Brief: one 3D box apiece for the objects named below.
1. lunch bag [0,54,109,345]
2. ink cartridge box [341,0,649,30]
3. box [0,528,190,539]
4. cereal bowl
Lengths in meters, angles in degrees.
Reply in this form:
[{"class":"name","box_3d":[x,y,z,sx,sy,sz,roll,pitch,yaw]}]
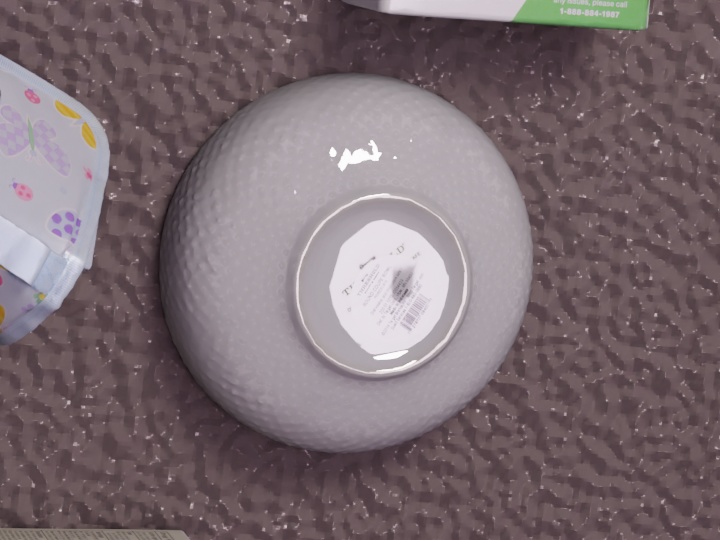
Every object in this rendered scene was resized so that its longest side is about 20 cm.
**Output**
[{"class":"lunch bag","box_3d":[-0.213,-0.054,1.361,0.169,0.200,0.128,32,90,-18]},{"class":"ink cartridge box","box_3d":[0.076,-0.228,1.474,0.145,0.084,0.201,3,98,-16]},{"class":"box","box_3d":[-0.178,0.177,1.465,0.199,0.095,0.078,3,99,-15]},{"class":"cereal bowl","box_3d":[0.000,0.000,1.492,0.199,0.083,0.201,-2,99,-16]}]
